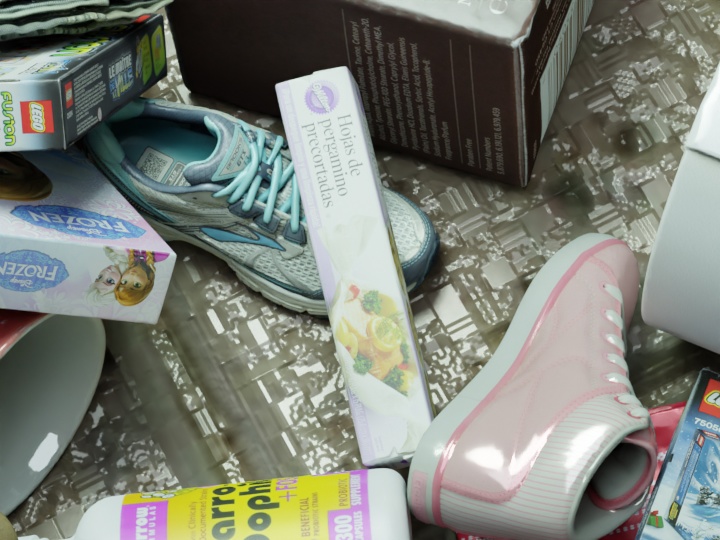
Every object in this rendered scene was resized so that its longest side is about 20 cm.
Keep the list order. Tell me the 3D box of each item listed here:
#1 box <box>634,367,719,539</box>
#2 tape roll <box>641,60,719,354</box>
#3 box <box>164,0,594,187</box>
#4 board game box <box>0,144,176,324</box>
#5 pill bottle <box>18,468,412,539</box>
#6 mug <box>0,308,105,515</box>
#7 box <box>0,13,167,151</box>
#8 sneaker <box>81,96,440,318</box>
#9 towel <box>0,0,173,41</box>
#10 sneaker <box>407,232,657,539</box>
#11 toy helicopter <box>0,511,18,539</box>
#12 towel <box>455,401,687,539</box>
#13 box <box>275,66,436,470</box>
[{"bbox_3d":[0.234,0.137,1.379,0.200,0.040,0.137,23,42,6],"label":"box"},{"bbox_3d":[0.207,-0.053,1.419,0.071,0.202,0.203,23,70,13],"label":"tape roll"},{"bbox_3d":[0.018,-0.171,1.503,0.200,0.164,0.166,16,69,11],"label":"box"},{"bbox_3d":[-0.219,-0.042,1.424,0.200,0.041,0.200,6,22,-32],"label":"board game box"},{"bbox_3d":[-0.072,0.156,1.401,0.200,0.104,0.104,-6,66,1],"label":"pill bottle"},{"bbox_3d":[-0.250,0.018,1.442,0.200,0.178,0.133,31,76,21],"label":"mug"},{"bbox_3d":[-0.173,-0.094,1.435,0.110,0.200,0.035,-1,104,11],"label":"box"},{"bbox_3d":[-0.057,-0.037,1.493,0.200,0.086,0.078,17,69,11],"label":"sneaker"},{"bbox_3d":[-0.223,-0.127,1.464,0.192,0.200,0.035,-10,102,-35],"label":"towel"},{"bbox_3d":[0.114,0.064,1.414,0.105,0.075,0.200,14,44,28],"label":"sneaker"},{"bbox_3d":[-0.136,0.190,1.322,0.132,0.200,0.079,-18,18,32],"label":"toy helicopter"},{"bbox_3d":[0.128,0.169,1.426,0.144,0.022,0.200,-12,67,0],"label":"towel"},{"bbox_3d":[0.000,0.000,1.435,0.039,0.041,0.200,-14,77,4],"label":"box"}]
